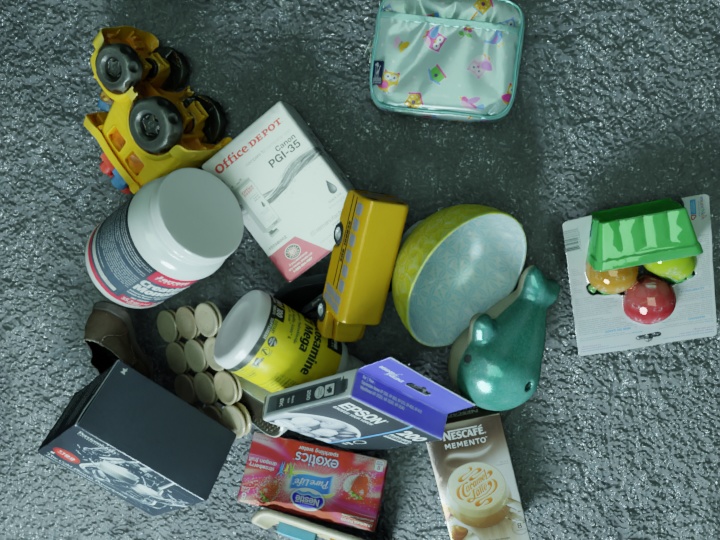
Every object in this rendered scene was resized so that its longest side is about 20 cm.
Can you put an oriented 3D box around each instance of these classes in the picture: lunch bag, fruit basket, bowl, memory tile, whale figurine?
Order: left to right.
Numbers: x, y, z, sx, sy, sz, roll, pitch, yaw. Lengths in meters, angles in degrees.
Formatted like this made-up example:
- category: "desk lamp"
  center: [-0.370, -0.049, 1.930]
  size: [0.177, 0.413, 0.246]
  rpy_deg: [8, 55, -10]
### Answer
- category: "memory tile"
  center: [-0.231, 0.148, 0.932]
  size: [0.153, 0.017, 0.201]
  rpy_deg: [-13, 92, 41]
- category: "lunch bag"
  center: [0.107, -0.279, 0.827]
  size: [0.199, 0.077, 0.161]
  rpy_deg: [8, 101, 6]
- category: "bowl"
  center: [0.111, -0.011, 0.845]
  size: [0.200, 0.200, 0.108]
  rpy_deg: [-57, 46, 12]
- category: "whale figurine"
  center: [0.207, 0.096, 0.844]
  size: [0.159, 0.104, 0.200]
  rpy_deg: [30, 95, -41]
- category: "fruit basket"
  center: [0.372, 0.009, 0.849]
  size: [0.185, 0.094, 0.201]
  rpy_deg: [-11, 113, 9]

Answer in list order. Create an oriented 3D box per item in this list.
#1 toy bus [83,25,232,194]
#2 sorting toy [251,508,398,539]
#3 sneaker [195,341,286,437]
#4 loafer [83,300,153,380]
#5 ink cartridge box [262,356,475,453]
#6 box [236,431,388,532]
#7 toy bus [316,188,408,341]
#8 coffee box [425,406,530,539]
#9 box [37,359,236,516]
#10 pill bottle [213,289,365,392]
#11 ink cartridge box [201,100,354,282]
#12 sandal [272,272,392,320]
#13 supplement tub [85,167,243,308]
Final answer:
- category: "toy bus"
  center: [-0.308, -0.202, 0.880]
  size: [0.192, 0.136, 0.200]
  rpy_deg: [-34, 92, 27]
- category: "sorting toy"
  center: [-0.051, 0.386, 0.915]
  size: [0.199, 0.185, 0.037]
  rpy_deg: [11, 65, 4]
- category: "sneaker"
  center: [-0.166, 0.168, 0.951]
  size: [0.200, 0.085, 0.073]
  rpy_deg: [34, 122, 21]
- category: "loafer"
  center: [-0.360, 0.130, 0.921]
  size: [0.073, 0.071, 0.200]
  rpy_deg: [11, 137, 12]
- category: "ink cartridge box"
  center: [0.015, 0.181, 0.811]
  size: [0.200, 0.198, 0.044]
  rpy_deg: [-22, 52, 32]
- category: "box"
  center: [-0.065, 0.306, 0.923]
  size: [0.199, 0.096, 0.100]
  rpy_deg: [11, 72, 5]
- category: "toy bus"
  center: [0.000, 0.000, 0.814]
  size: [0.065, 0.078, 0.201]
  rpy_deg: [5, 108, -26]
- category: "coffee box"
  center: [0.164, 0.292, 0.914]
  size: [0.114, 0.080, 0.201]
  rpy_deg: [-14, 97, 9]
- category: "box"
  center: [-0.313, 0.241, 0.888]
  size: [0.200, 0.104, 0.182]
  rpy_deg: [38, 137, -19]
- category: "pill bottle"
  center: [-0.090, 0.120, 0.876]
  size: [0.200, 0.113, 0.113]
  rpy_deg: [34, 103, -27]
- category: "ink cartridge box"
  center: [-0.098, -0.108, 0.878]
  size: [0.146, 0.083, 0.200]
  rpy_deg: [-37, 93, 10]
- category: "sandal"
  center: [-0.036, 0.035, 0.895]
  size: [0.199, 0.076, 0.043]
  rpy_deg: [-17, 58, 10]
- category: "supplement tub"
  center: [-0.263, -0.040, 0.850]
  size: [0.200, 0.140, 0.141]
  rpy_deg: [-24, 96, 40]
